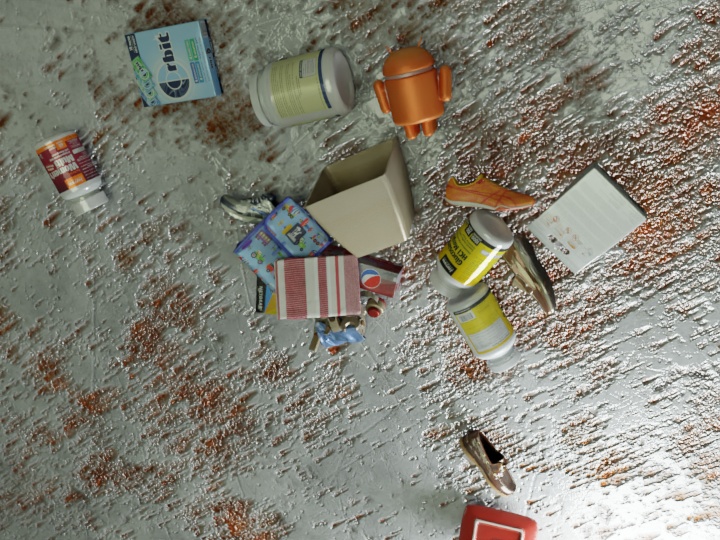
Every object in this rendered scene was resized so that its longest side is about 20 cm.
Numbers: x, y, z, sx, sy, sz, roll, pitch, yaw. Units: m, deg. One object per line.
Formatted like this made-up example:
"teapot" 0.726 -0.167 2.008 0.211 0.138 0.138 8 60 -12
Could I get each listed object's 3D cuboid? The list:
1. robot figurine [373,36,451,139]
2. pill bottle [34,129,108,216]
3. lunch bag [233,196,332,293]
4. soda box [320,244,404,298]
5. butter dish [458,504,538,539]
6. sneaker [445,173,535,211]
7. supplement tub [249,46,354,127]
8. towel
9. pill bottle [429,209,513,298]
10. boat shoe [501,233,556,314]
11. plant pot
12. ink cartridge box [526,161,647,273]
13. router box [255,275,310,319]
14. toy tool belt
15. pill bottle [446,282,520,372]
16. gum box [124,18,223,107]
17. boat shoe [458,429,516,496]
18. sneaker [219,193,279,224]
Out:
"robot figurine" 0.114 -0.384 1.507 0.144 0.116 0.201 15 124 55
"pill bottle" -0.734 -0.248 1.817 0.109 0.110 0.201 -19 106 23
"lunch bag" -0.177 -0.069 1.691 0.200 0.094 0.151 -44 102 7
"soda box" 0.000 0.000 1.732 0.199 0.063 0.070 17 114 10
"butter dish" 0.362 0.748 1.908 0.199 0.148 0.200 9 71 12
"sneaker" 0.287 -0.172 1.572 0.199 0.073 0.078 8 100 9
"supplement tub" -0.127 -0.395 1.556 0.199 0.145 0.146 -8 110 19
"towel" -0.100 0.038 1.669 0.199 0.023 0.145 -3 94 -10
"pill bottle" 0.245 -0.033 1.613 0.112 0.113 0.200 36 123 -1
"boat shoe" 0.382 0.014 1.624 0.072 0.076 0.201 -27 94 28
"plant pot" 0.020 -0.150 1.598 0.199 0.200 0.177 -19 117 23
"ink cartridge box" 0.492 -0.112 1.554 0.160 0.047 0.200 43 123 -5
"router box" -0.184 0.012 1.782 0.148 0.051 0.201 7 104 13
"toy tool belt" -0.034 0.139 1.750 0.199 0.123 0.125 -16 128 32
"pill bottle" 0.295 0.137 1.675 0.112 0.112 0.200 -27 103 24
"gum box" -0.436 -0.483 1.666 0.199 0.045 0.171 -3 112 18
"boat shoe" 0.341 0.498 1.838 0.070 0.070 0.200 -37 98 30
"sneaker" -0.243 -0.156 1.738 0.199 0.077 0.086 20 112 -3
